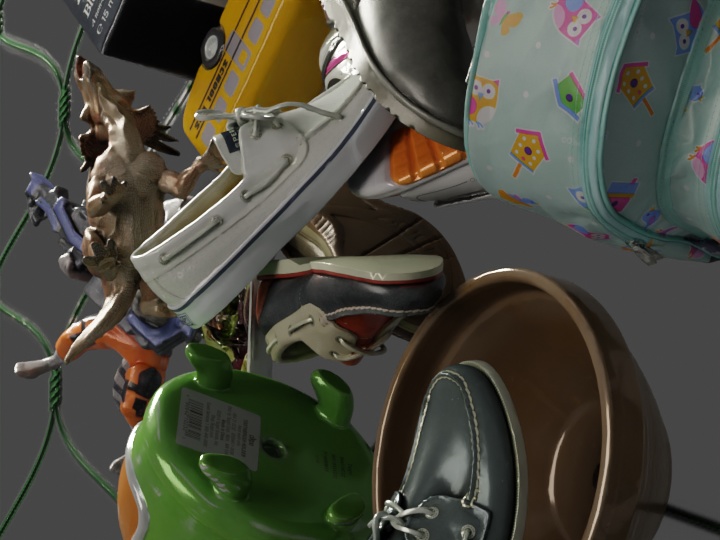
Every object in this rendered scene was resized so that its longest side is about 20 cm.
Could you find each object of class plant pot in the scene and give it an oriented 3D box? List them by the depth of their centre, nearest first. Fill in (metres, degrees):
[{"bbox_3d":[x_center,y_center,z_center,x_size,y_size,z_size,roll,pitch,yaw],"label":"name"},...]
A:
[{"bbox_3d":[0.099,0.105,1.191,0.201,0.092,0.202,-24,61,52],"label":"plant pot"}]

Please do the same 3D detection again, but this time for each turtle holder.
[{"bbox_3d":[-0.055,0.135,1.312,0.141,0.185,0.132,57,130,36],"label":"turtle holder"}]

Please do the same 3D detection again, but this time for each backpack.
[{"bbox_3d":[0.145,-0.094,1.088,0.153,0.199,0.177,22,97,40],"label":"backpack"}]

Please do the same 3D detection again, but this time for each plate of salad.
[{"bbox_3d":[-0.080,0.054,1.446,0.200,0.048,0.201,-177,90,-86],"label":"plate of salad"}]

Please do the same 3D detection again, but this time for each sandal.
[{"bbox_3d":[0.084,-0.075,1.300,0.206,0.059,0.079,-20,36,31],"label":"sandal"}]

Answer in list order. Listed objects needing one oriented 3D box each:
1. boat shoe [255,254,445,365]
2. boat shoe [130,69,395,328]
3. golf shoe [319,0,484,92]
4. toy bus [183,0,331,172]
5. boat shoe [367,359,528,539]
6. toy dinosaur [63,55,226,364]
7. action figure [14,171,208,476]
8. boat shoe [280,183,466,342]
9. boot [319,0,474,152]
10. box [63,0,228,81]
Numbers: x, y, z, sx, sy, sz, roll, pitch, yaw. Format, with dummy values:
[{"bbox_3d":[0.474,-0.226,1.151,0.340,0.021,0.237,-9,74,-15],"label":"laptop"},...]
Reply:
[{"bbox_3d":[-0.008,0.022,1.280,0.200,0.071,0.063,177,93,-65],"label":"boat shoe"},{"bbox_3d":[-0.060,-0.067,1.326,0.202,0.086,0.075,-46,14,2],"label":"boat shoe"},{"bbox_3d":[0.038,-0.137,1.382,0.200,0.072,0.093,171,104,-64],"label":"golf shoe"},{"bbox_3d":[-0.051,-0.166,1.521,0.201,0.065,0.078,-64,36,21],"label":"toy bus"},{"bbox_3d":[0.036,0.142,1.134,0.073,0.062,0.201,-6,76,55],"label":"boat shoe"},{"bbox_3d":[-0.158,-0.036,1.513,0.135,0.085,0.201,-164,84,-66],"label":"toy dinosaur"},{"bbox_3d":[-0.168,0.017,1.613,0.200,0.104,0.194,49,116,30],"label":"action figure"},{"bbox_3d":[0.000,0.000,1.408,0.200,0.072,0.072,38,141,43],"label":"boat shoe"},{"bbox_3d":[0.062,-0.190,1.240,0.200,0.072,0.182,-54,49,24],"label":"boot"},{"bbox_3d":[-0.134,-0.269,1.633,0.197,0.117,0.200,-64,35,20],"label":"box"}]
